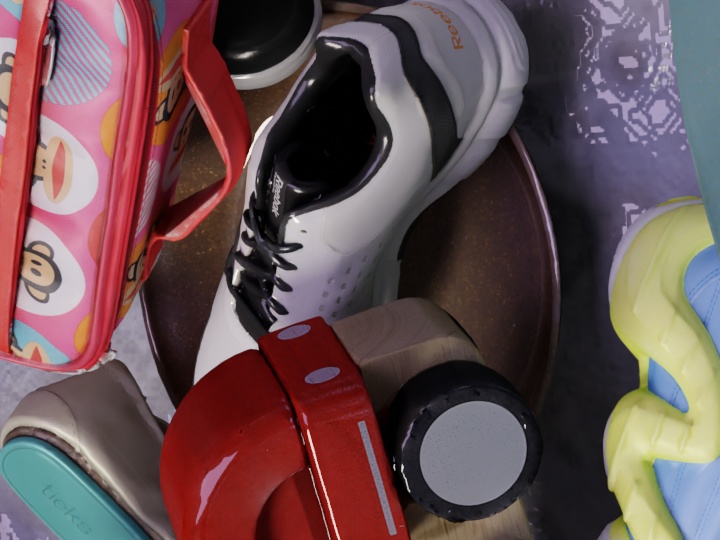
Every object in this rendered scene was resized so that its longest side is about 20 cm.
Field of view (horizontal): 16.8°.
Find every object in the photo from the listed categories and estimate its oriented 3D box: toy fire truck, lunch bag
[{"bbox_3d":[-0.036,0.115,0.811,0.129,0.200,0.176,-128,22,-70],"label":"toy fire truck"},{"bbox_3d":[-0.122,-0.061,0.836,0.176,0.082,0.200,22,134,9],"label":"lunch bag"}]

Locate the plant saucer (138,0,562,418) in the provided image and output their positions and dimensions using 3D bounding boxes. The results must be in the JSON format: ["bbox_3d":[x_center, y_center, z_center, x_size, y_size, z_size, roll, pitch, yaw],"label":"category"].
[{"bbox_3d":[0.000,0.000,0.901,0.200,0.037,0.201,8,103,38],"label":"plant saucer"}]

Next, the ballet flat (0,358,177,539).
[{"bbox_3d":[-0.060,0.119,0.944,0.069,0.069,0.200,-23,107,39],"label":"ballet flat"}]

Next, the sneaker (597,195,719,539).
[{"bbox_3d":[0.132,0.076,0.781,0.105,0.076,0.201,0,96,38],"label":"sneaker"}]

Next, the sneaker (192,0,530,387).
[{"bbox_3d":[-0.020,-0.014,0.842,0.074,0.080,0.200,41,122,25],"label":"sneaker"}]

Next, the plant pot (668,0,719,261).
[{"bbox_3d":[0.185,-0.024,0.685,0.141,0.141,0.200,-42,63,35],"label":"plant pot"}]

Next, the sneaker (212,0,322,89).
[{"bbox_3d":[-0.101,-0.145,0.846,0.200,0.112,0.073,42,87,13],"label":"sneaker"}]
